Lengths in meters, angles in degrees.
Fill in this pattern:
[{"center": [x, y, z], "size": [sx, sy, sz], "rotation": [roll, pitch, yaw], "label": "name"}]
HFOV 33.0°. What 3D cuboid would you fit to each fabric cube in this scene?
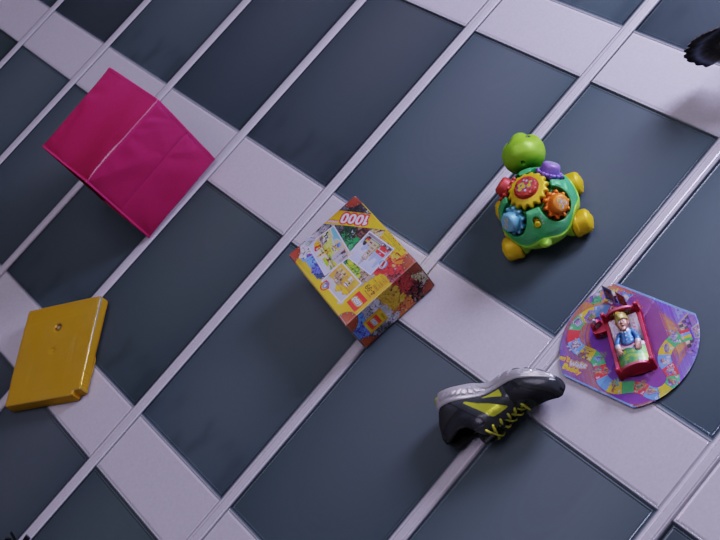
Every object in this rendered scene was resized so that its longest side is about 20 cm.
[{"center": [-0.434, -0.221, 2.283], "size": [0.196, 0.200, 0.200], "rotation": [33, 81, 42], "label": "fabric cube"}]

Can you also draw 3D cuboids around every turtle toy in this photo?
[{"center": [0.261, -0.117, 1.833], "size": [0.144, 0.101, 0.202], "rotation": [-21, 50, 18], "label": "turtle toy"}]

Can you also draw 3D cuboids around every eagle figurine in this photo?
[{"center": [0.591, -0.344, 1.772], "size": [0.199, 0.151, 0.152], "rotation": [31, 98, 37], "label": "eagle figurine"}]

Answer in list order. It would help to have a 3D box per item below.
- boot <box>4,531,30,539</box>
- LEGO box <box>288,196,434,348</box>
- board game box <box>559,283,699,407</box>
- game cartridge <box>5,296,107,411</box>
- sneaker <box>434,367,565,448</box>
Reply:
[{"center": [-0.608, 0.517, 1.958], "size": [0.161, 0.073, 0.200], "rotation": [4, 60, 30], "label": "boot"}, {"center": [0.000, 0.000, 1.932], "size": [0.149, 0.077, 0.200], "rotation": [-42, 46, -1], "label": "LEGO box"}, {"center": [0.359, 0.093, 1.662], "size": [0.199, 0.039, 0.159], "rotation": [24, 73, 41], "label": "board game box"}, {"center": [-0.551, 0.152, 2.209], "size": [0.174, 0.032, 0.202], "rotation": [-11, 56, 26], "label": "game cartridge"}, {"center": [0.196, 0.196, 1.682], "size": [0.198, 0.074, 0.086], "rotation": [-19, 55, 31], "label": "sneaker"}]
